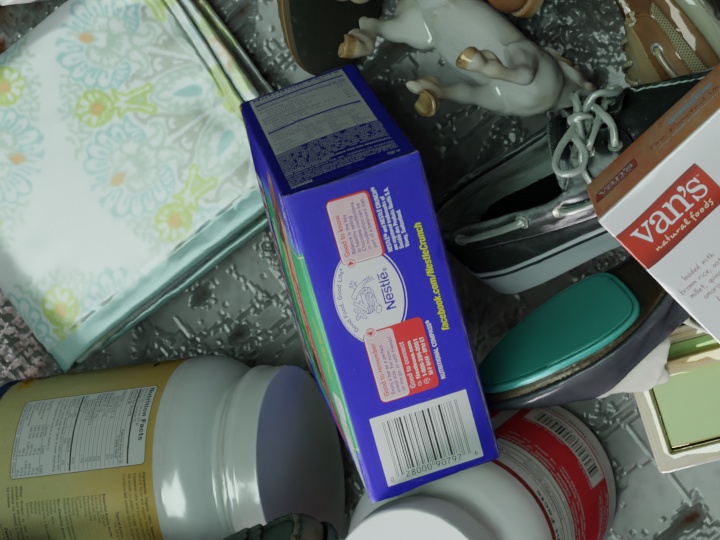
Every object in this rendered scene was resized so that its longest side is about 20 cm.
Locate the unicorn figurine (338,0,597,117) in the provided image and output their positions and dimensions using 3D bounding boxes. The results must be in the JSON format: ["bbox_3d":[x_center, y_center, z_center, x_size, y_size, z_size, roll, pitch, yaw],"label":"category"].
[{"bbox_3d":[0.065,-0.109,1.170,0.074,0.137,0.200,-44,68,32],"label":"unicorn figurine"}]

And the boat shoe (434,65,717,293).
[{"bbox_3d":[0.120,-0.058,1.104,0.199,0.074,0.068,-26,135,35],"label":"boat shoe"}]

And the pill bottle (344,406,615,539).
[{"bbox_3d":[0.060,0.141,1.165,0.112,0.200,0.113,4,101,21],"label":"pill bottle"}]

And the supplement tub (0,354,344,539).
[{"bbox_3d":[-0.122,0.126,1.263,0.199,0.144,0.145,-8,97,22],"label":"supplement tub"}]

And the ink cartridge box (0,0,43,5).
[{"bbox_3d":[-0.174,-0.273,1.243,0.146,0.083,0.201,-26,90,23],"label":"ink cartridge box"}]

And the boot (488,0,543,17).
[{"bbox_3d":[0.010,-0.217,1.144,0.074,0.154,0.201,-29,77,62],"label":"boot"}]

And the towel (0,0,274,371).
[{"bbox_3d":[-0.142,-0.066,1.266,0.200,0.048,0.172,-37,84,7],"label":"towel"}]

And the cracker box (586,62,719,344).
[{"bbox_3d":[0.224,-0.010,1.044,0.200,0.058,0.134,43,104,-13],"label":"cracker box"}]

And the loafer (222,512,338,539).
[{"bbox_3d":[-0.090,0.184,1.131,0.063,0.072,0.200,32,126,-16],"label":"loafer"}]

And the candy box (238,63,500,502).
[{"bbox_3d":[0.000,0.000,1.144,0.077,0.200,0.170,-17,109,-3],"label":"candy box"}]

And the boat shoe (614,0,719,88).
[{"bbox_3d":[0.167,-0.116,1.147,0.200,0.076,0.072,48,114,8],"label":"boat shoe"}]

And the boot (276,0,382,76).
[{"bbox_3d":[-0.032,-0.210,1.222,0.075,0.073,0.201,13,110,48],"label":"boot"}]

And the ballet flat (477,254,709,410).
[{"bbox_3d":[0.151,0.019,1.115,0.200,0.073,0.073,-41,84,6],"label":"ballet flat"}]

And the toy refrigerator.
[{"bbox_3d":[0.244,0.042,1.147,0.199,0.070,0.076,-16,94,23],"label":"toy refrigerator"}]
